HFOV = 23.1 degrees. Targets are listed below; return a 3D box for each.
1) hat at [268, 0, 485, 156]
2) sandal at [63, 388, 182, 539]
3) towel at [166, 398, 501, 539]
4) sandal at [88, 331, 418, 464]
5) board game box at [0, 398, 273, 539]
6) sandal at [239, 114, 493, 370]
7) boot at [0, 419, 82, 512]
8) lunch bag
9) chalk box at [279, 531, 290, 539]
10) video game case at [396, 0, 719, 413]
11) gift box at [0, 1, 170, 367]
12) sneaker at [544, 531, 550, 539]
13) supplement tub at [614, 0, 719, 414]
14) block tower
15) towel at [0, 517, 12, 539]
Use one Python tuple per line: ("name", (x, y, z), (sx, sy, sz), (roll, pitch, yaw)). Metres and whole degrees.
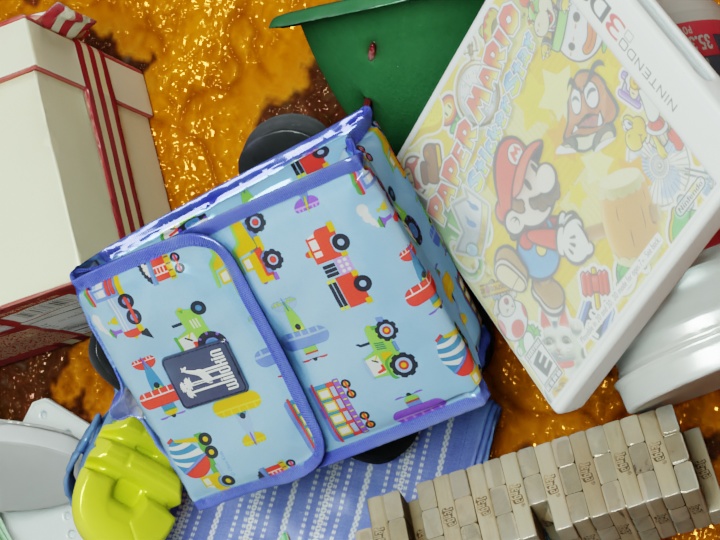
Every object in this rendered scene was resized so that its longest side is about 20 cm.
("hat", (0.036, -0.073, 1.031), (0.165, 0.200, 0.177), (-11, 97, -20))
("sandal", (-0.125, 0.080, 1.060), (0.079, 0.087, 0.201), (35, 65, -13))
("towel", (-0.024, 0.127, 1.058), (0.199, 0.024, 0.146), (10, 72, 17))
("sandal", (-0.056, 0.054, 1.016), (0.199, 0.043, 0.077), (15, 68, -10))
("board game box", (-0.166, 0.214, 1.113), (0.199, 0.026, 0.201), (28, 93, 18))
("sandal", (-0.001, 0.000, 1.012), (0.076, 0.043, 0.200), (-30, 116, 29))
("boot", (-0.262, 0.092, 1.108), (0.198, 0.074, 0.096), (4, 44, -4))
("lunch bag", (-0.050, 0.030, 0.948), (0.199, 0.094, 0.151), (-25, 107, 14))
("chalk box", (-0.061, 0.243, 0.967), (0.123, 0.125, 0.201), (3, 115, -11))
("video game case", (0.105, -0.057, 0.911), (0.183, 0.023, 0.200), (57, 137, 27))
("gift box", (-0.220, -0.055, 1.072), (0.183, 0.200, 0.188), (-17, 78, 11))
("sneaker", (0.137, 0.207, 0.984), (0.073, 0.082, 0.202), (-12, 80, 16))
("supplement tub", (0.168, -0.037, 0.967), (0.140, 0.140, 0.201), (-23, 78, 15))
("block tower", (0.098, 0.134, 0.973), (0.199, 0.058, 0.054), (-18, 56, 9))
("towel", (-0.303, 0.219, 1.138), (0.200, 0.023, 0.153), (-47, 58, 14))
